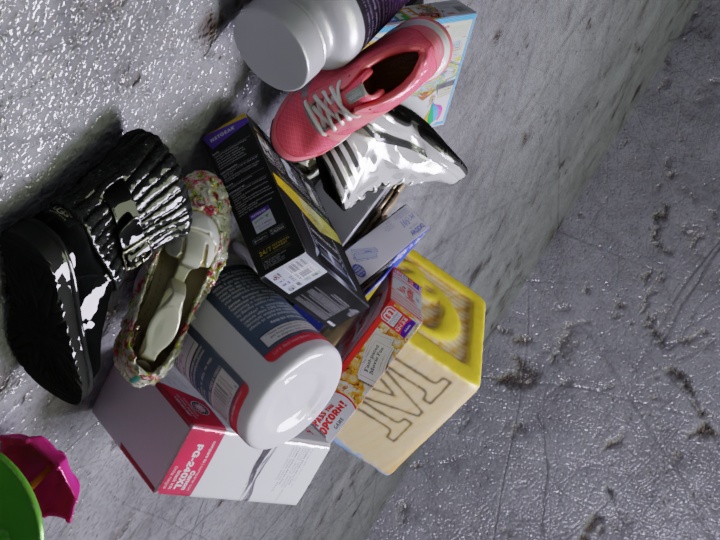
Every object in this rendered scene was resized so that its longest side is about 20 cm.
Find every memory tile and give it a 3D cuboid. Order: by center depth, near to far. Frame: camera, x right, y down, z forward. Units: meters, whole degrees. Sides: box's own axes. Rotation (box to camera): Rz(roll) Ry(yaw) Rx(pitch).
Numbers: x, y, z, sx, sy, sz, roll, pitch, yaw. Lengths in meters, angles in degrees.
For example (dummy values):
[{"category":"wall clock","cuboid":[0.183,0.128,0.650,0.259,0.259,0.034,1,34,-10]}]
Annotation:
[{"category":"memory tile","cuboid":[0.013,-0.065,1.536,0.153,0.017,0.201,-48,-173,39]}]

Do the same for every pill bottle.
[{"category":"pill bottle","cuboid":[-0.023,-0.252,1.051,0.200,0.111,0.112,-50,162,-32]},{"category":"pill bottle","cuboid":[-0.122,0.060,1.109,0.119,0.200,0.120,-34,149,-24]}]

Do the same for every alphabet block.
[{"category":"alphabet block","cuboid":[0.028,0.104,1.537,0.200,0.195,0.196,-48,-162,32]}]

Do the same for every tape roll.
[{"category":"tape roll","cuboid":[-0.021,-0.076,1.367,0.201,0.066,0.200,-53,179,-1]}]

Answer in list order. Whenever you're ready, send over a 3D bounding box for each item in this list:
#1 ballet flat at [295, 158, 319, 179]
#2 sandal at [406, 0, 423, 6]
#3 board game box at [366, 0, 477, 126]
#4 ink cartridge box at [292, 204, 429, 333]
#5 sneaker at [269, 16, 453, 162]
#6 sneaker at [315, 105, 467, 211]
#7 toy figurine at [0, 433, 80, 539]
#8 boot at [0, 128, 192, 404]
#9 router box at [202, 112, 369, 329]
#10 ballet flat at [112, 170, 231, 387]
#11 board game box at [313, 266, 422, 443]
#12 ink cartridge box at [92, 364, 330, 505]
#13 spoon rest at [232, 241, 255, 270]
[{"category":"ballet flat","cuboid":[-0.027,-0.183,1.240,0.202,0.067,0.064,-64,173,20]},{"category":"sandal","cuboid":[0.051,-0.244,1.424,0.075,0.045,0.202,-43,157,-46]},{"category":"board game box","cuboid":[0.027,-0.202,1.213,0.198,0.034,0.136,-18,135,-41]},{"category":"ink cartridge box","cuboid":[0.000,0.000,1.357,0.094,0.044,0.200,-51,173,37]},{"category":"sneaker","cuboid":[-0.010,-0.165,1.074,0.199,0.074,0.087,-32,-172,19]},{"category":"sneaker","cuboid":[0.022,-0.110,1.217,0.116,0.076,0.199,-49,141,15]},{"category":"toy figurine","cuboid":[-0.316,0.211,0.984,0.199,0.151,0.184,-39,177,9]},{"category":"boot","cuboid":[-0.212,0.001,0.974,0.158,0.079,0.213,-47,160,-39]},{"category":"router box","cuboid":[-0.070,-0.043,1.152,0.052,0.159,0.200,-28,157,8]},{"category":"ballet flat","cuboid":[-0.158,0.009,1.031,0.203,0.075,0.064,-72,-162,-4]},{"category":"board game box","cuboid":[-0.004,0.103,1.327,0.201,0.046,0.152,-53,-174,12]},{"category":"ink cartridge box","cuboid":[-0.151,0.163,1.205,0.199,0.145,0.084,19,105,-47]},{"category":"spoon rest","cuboid":[-0.162,0.068,1.270,0.202,0.060,0.099,-60,140,-11]}]
